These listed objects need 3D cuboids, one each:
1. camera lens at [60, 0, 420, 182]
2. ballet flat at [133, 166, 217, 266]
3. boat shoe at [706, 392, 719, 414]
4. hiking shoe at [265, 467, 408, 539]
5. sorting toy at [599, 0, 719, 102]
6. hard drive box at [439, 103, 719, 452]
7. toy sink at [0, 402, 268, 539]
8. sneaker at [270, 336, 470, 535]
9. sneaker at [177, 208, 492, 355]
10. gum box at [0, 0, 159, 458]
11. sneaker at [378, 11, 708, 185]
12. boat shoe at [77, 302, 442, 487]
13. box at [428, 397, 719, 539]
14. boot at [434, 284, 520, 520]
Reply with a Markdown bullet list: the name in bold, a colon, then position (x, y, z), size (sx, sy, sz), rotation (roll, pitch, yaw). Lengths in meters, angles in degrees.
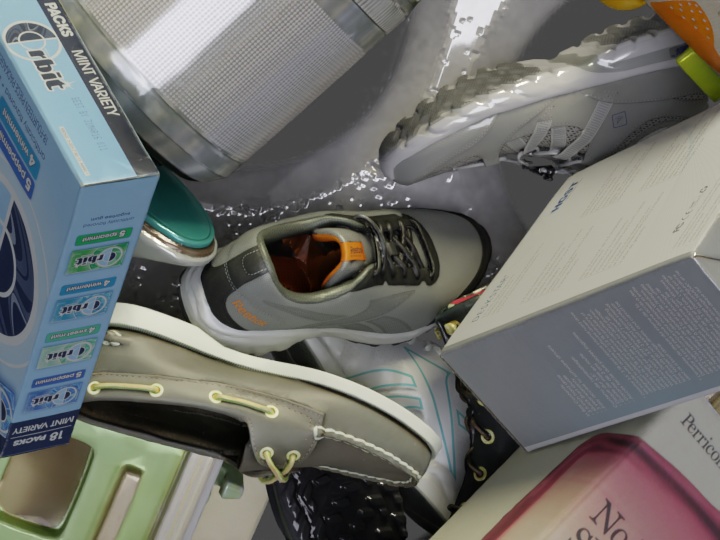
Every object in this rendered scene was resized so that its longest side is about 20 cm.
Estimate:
- **camera lens**: position (-0.067, -0.158, 1.100), size (0.200, 0.160, 0.160), rotation (-41, 106, 6)
- **ballet flat**: position (-0.155, -0.056, 1.142), size (0.200, 0.069, 0.069), rotation (45, 99, 19)
- **boat shoe**: position (0.168, 0.091, 1.249), size (0.200, 0.072, 0.072), rotation (-44, 90, 9)
- **hiking shoe**: position (-0.016, 0.161, 1.223), size (0.076, 0.101, 0.200), rotation (-39, 116, -26)
- **sorting toy**: position (0.234, -0.138, 1.147), size (0.107, 0.200, 0.180), rotation (-17, 122, 46)
- **hard drive box**: position (0.156, -0.005, 1.070), size (0.077, 0.200, 0.156), rotation (48, 55, -13)
- **toy sink**: position (-0.142, 0.115, 1.197), size (0.199, 0.112, 0.131), rotation (22, 103, -11)
- **sneaker**: position (0.016, 0.065, 1.230), size (0.080, 0.070, 0.200), rotation (-44, 103, -16)
- **sneaker**: position (0.000, 0.000, 1.158), size (0.200, 0.079, 0.074), rotation (-11, 73, -39)
- **gum box**: position (-0.176, -0.035, 1.056), size (0.044, 0.170, 0.200), rotation (-11, 143, -31)
- **sneaker**: position (0.109, -0.079, 1.184), size (0.199, 0.075, 0.082), rotation (-18, 105, -1)
- **boat shoe**: position (-0.058, 0.080, 1.112), size (0.201, 0.072, 0.060), rotation (20, 62, -3)
- **box**: position (0.120, 0.164, 1.093), size (0.200, 0.109, 0.128), rotation (-44, 105, -11)
- **boot**: position (0.065, 0.096, 1.174), size (0.203, 0.073, 0.154), rotation (-27, 94, -11)
